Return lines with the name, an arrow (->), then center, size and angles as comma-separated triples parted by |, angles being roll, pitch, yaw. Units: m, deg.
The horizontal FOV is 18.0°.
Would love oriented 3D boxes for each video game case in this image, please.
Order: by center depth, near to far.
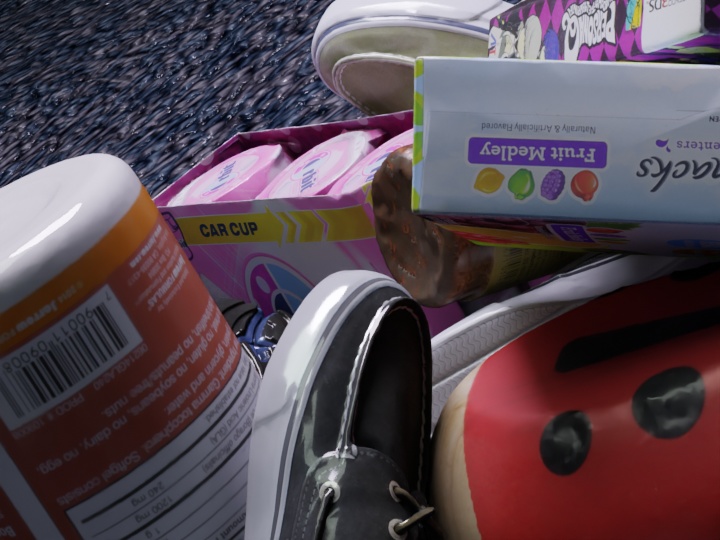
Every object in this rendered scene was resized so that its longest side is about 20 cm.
video game case -> 0.166, -0.071, 0.777 | 0.198, 0.036, 0.181 | 7, -4, -18

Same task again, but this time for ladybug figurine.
ladybug figurine -> 0.101, 0.049, 0.724 | 0.199, 0.072, 0.136 | -19, 26, 27

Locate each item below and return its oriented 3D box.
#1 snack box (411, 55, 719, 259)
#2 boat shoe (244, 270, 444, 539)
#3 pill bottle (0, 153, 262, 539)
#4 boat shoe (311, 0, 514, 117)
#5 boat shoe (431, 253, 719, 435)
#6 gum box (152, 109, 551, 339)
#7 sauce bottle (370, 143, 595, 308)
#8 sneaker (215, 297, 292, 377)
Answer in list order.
snack box -> 0.124, -0.031, 0.725 | 0.198, 0.053, 0.142 | 3, -2, 11
boat shoe -> -0.002, 0.095, 0.708 | 0.056, 0.069, 0.201 | -3, 66, 37
pill bottle -> -0.076, 0.071, 0.763 | 0.112, 0.201, 0.112 | -27, 18, 9
boat shoe -> 0.070, -0.063, 0.950 | 0.199, 0.072, 0.062 | 17, 51, 9
boat shoe -> 0.096, 0.028, 0.838 | 0.199, 0.072, 0.071 | -25, 2, 5
gum box -> 0.000, 0.000, 0.975 | 0.066, 0.114, 0.200 | -39, 19, -25
sauce bottle -> 0.101, -0.039, 0.878 | 0.199, 0.067, 0.066 | -15, 9, -27
sneaker -> -0.087, 0.060, 0.954 | 0.198, 0.079, 0.076 | 8, 41, 7
